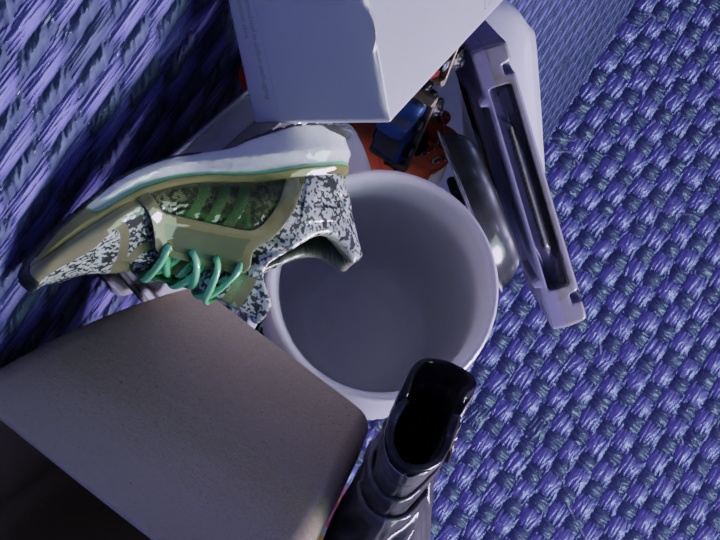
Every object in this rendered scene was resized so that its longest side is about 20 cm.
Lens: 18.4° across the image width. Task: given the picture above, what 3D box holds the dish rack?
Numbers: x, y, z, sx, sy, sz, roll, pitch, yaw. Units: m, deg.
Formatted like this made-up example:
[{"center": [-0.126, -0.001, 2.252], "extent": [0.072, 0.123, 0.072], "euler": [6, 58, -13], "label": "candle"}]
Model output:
[{"center": [-0.077, -0.040, 1.295], "extent": [0.171, 0.044, 0.200], "euler": [-41, 170, -5], "label": "dish rack"}]

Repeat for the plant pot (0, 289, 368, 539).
[{"center": [-0.108, 0.132, 1.262], "extent": [0.177, 0.200, 0.200], "euler": [-44, 165, -40], "label": "plant pot"}]

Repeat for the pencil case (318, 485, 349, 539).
[{"center": [-0.062, 0.157, 1.437], "extent": [0.090, 0.200, 0.084], "euler": [-30, 130, -22], "label": "pencil case"}]

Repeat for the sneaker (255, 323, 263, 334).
[{"center": [-0.077, 0.050, 1.707], "extent": [0.118, 0.074, 0.200], "euler": [-55, 173, 29], "label": "sneaker"}]

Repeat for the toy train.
[{"center": [0.050, -0.146, 1.439], "extent": [0.046, 0.034, 0.201], "euler": [-35, 152, -55], "label": "toy train"}]

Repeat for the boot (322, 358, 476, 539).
[{"center": [0.007, 0.144, 1.193], "extent": [0.201, 0.069, 0.132], "euler": [-77, -174, -50], "label": "boot"}]

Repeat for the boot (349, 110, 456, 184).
[{"center": [0.022, -0.109, 1.559], "extent": [0.200, 0.106, 0.076], "euler": [100, -1, -75], "label": "boot"}]

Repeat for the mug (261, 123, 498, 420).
[{"center": [0.000, 0.000, 1.464], "extent": [0.147, 0.201, 0.175], "euler": [-12, 171, -8], "label": "mug"}]

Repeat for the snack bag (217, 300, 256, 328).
[{"center": [-0.058, -0.042, 1.507], "extent": [0.189, 0.021, 0.201], "euler": [99, 9, -74], "label": "snack bag"}]

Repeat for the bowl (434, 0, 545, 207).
[{"center": [0.088, -0.113, 1.698], "extent": [0.200, 0.074, 0.201], "euler": [155, -69, -80], "label": "bowl"}]

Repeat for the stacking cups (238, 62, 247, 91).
[{"center": [-0.008, -0.163, 1.376], "extent": [0.200, 0.060, 0.061], "euler": [-48, 168, -49], "label": "stacking cups"}]

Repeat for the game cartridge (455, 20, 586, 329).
[{"center": [0.105, -0.070, 1.533], "extent": [0.038, 0.201, 0.130], "euler": [-19, -165, -4], "label": "game cartridge"}]

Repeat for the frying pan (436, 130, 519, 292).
[{"center": [0.083, -0.035, 1.508], "extent": [0.031, 0.116, 0.190], "euler": [-22, 167, 4], "label": "frying pan"}]

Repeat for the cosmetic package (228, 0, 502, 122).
[{"center": [0.009, -0.166, 1.202], "extent": [0.200, 0.084, 0.108], "euler": [-46, 132, -53], "label": "cosmetic package"}]

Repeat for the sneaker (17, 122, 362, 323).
[{"center": [-0.078, -0.013, 1.145], "extent": [0.199, 0.089, 0.077], "euler": [-19, 170, -26], "label": "sneaker"}]
